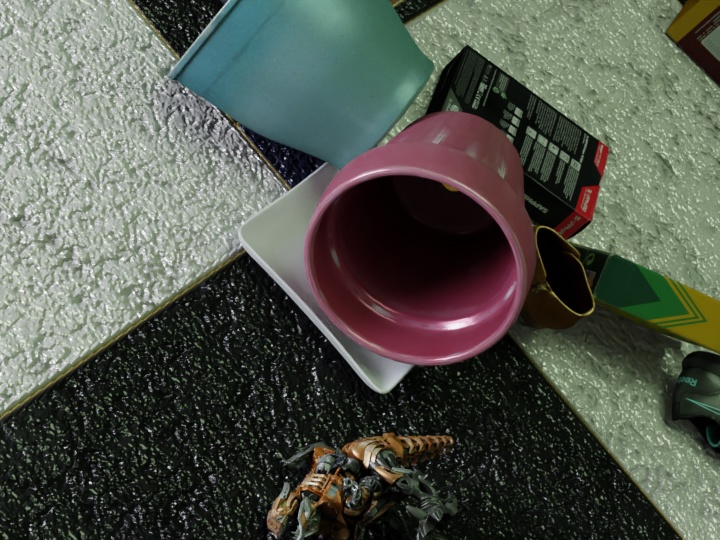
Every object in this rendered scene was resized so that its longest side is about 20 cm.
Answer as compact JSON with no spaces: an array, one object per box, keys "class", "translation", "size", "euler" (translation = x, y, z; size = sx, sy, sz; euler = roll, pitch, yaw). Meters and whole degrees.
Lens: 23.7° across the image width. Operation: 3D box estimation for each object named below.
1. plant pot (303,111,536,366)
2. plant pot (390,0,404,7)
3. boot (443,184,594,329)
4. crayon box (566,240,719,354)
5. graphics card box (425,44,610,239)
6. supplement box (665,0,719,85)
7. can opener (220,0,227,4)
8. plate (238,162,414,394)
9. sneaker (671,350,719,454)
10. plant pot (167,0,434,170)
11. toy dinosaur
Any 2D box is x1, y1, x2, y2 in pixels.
[{"class":"plant pot","translation":[0.066,-0.046,1.524],"size":[0.200,0.200,0.179],"euler":[38,36,-9]},{"class":"plant pot","translation":[-0.002,-0.382,1.713],"size":[0.186,0.186,0.200],"euler":[-30,79,-45]},{"class":"boot","translation":[0.148,-0.031,1.646],"size":[0.071,0.144,0.201],"euler":[-36,87,-16]},{"class":"crayon box","translation":[0.290,0.029,1.731],"size":[0.200,0.127,0.051],"euler":[23,89,-24]},{"class":"graphics card box","translation":[0.163,-0.134,1.802],"size":[0.200,0.051,0.126],"euler":[34,46,-14]},{"class":"supplement box","translation":[0.526,-0.308,2.096],"size":[0.200,0.197,0.133],"euler":[43,44,-5]},{"class":"can opener","translation":[-0.085,-0.252,1.704],"size":[0.200,0.079,0.063],"euler":[33,84,-10]},{"class":"plate","translation":[0.000,0.000,1.596],"size":[0.200,0.032,0.200],"euler":[48,45,1]},{"class":"sneaker","translation":[0.399,0.166,1.768],"size":[0.200,0.075,0.079],"euler":[35,66,-13]},{"class":"plant pot","translation":[-0.043,-0.197,1.585],"size":[0.188,0.200,0.200],"euler":[40,44,-9]},{"class":"toy dinosaur","translation":[0.014,0.183,1.440],"size":[0.200,0.102,0.136],"euler":[-38,68,-25]}]
